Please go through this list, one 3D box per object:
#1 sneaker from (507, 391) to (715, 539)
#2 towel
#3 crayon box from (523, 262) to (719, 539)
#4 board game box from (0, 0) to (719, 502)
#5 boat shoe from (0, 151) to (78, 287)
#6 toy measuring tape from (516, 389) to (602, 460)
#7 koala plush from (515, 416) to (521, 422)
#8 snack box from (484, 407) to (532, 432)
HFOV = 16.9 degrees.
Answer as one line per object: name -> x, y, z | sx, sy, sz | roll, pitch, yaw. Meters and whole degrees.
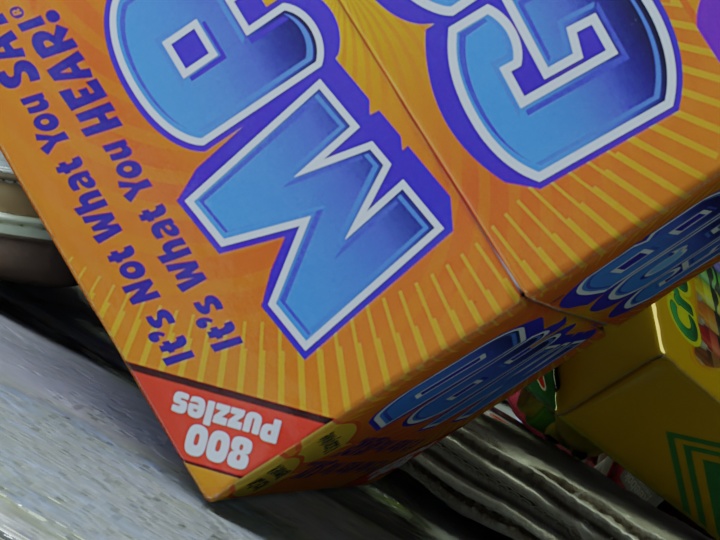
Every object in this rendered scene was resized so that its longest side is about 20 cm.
sneaker -> 0.127, 0.079, 1.047 | 0.200, 0.074, 0.087 | 43, 16, 19
towel -> 0.086, 0.096, 0.911 | 0.132, 0.035, 0.200 | 31, 2, 22
crayon box -> 0.124, 0.028, 0.913 | 0.200, 0.051, 0.127 | 36, 34, -36
board game box -> 0.012, -0.070, 0.723 | 0.200, 0.199, 0.200 | 59, 9, 9
boat shoe -> -0.105, -0.041, 0.841 | 0.071, 0.077, 0.200 | 8, 5, -7
toy measuring tape -> 0.105, 0.022, 1.027 | 0.073, 0.074, 0.200 | 29, 32, -2
koala plush -> 0.078, 0.009, 1.171 | 0.200, 0.178, 0.183 | 31, 15, 31
snack box -> -0.014, 0.034, 1.096 | 0.199, 0.024, 0.072 | 30, 4, 5
